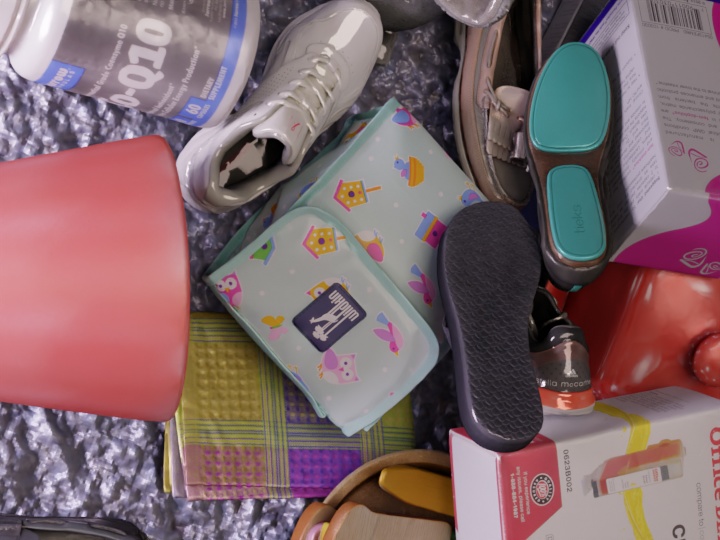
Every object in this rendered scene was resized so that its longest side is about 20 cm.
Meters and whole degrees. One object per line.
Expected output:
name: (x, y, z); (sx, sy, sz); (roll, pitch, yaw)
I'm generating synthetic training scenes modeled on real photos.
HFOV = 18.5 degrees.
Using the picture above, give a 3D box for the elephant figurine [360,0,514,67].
elephant figurine: (0.081, -0.246, 1.637); (0.155, 0.200, 0.142); (45, 51, -58)

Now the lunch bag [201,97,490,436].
lunch bag: (0.000, 0.000, 1.642); (0.170, 0.122, 0.200); (48, 66, -12)

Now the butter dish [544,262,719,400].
butter dish: (0.251, 0.048, 1.726); (0.199, 0.148, 0.200); (15, 103, -23)

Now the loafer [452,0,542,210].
loafer: (0.112, -0.141, 1.694); (0.072, 0.063, 0.200); (16, 62, -42)

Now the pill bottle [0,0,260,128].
pill bottle: (-0.182, -0.178, 1.575); (0.200, 0.114, 0.114); (14, 84, -22)

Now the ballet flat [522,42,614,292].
ballet flat: (0.151, -0.072, 1.641); (0.068, 0.068, 0.200); (5, 60, -1)

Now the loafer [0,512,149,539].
loafer: (-0.244, 0.205, 1.570); (0.200, 0.070, 0.068); (-1, 90, -23)

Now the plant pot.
plant pot: (-0.220, 0.007, 1.528); (0.177, 0.200, 0.201); (-1, 90, -14)

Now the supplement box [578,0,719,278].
supplement box: (0.236, -0.107, 1.671); (0.101, 0.103, 0.200); (9, 53, -21)

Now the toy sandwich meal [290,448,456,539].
toy sandwich meal: (0.039, 0.225, 1.637); (0.205, 0.070, 0.205); (-2, 96, -24)

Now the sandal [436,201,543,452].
sandal: (0.088, 0.039, 1.578); (0.076, 0.043, 0.200); (11, 58, -15)

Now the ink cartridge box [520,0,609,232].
ink cartridge box: (0.214, -0.106, 1.784); (0.198, 0.047, 0.200); (31, 76, -20)

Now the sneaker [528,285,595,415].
sneaker: (0.130, 0.047, 1.659); (0.077, 0.200, 0.082); (1, 103, -19)

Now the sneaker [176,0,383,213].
sneaker: (-0.048, -0.114, 1.622); (0.078, 0.099, 0.200); (39, 89, -18)

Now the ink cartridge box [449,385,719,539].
ink cartridge box: (0.174, 0.174, 1.614); (0.200, 0.083, 0.145); (-10, 101, -23)

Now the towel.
towel: (-0.055, 0.103, 1.661); (0.200, 0.023, 0.144); (2, 71, -23)
